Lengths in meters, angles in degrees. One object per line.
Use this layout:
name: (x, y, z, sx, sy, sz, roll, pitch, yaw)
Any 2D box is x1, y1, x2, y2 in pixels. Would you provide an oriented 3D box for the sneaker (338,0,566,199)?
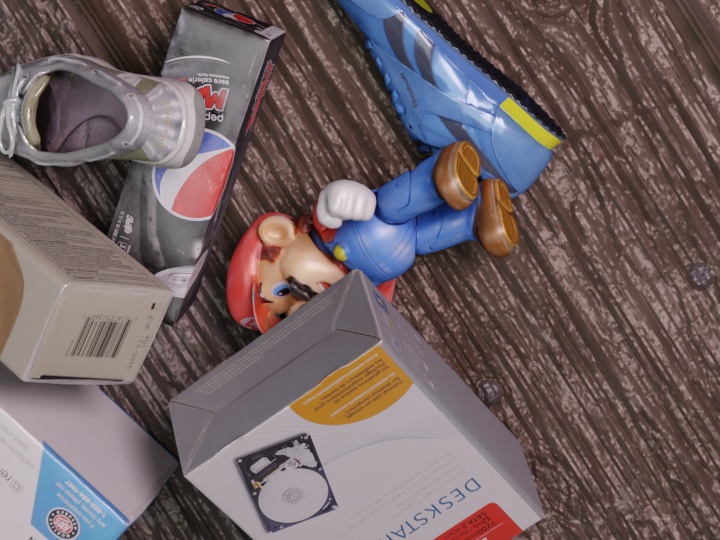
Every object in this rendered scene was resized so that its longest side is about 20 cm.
sneaker: (0.037, -0.123, 1.392, 0.200, 0.066, 0.078, 43, 106, -2)

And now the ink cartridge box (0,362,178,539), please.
ink cartridge box: (-0.250, 0.169, 1.442, 0.147, 0.146, 0.200, 42, 104, -2)

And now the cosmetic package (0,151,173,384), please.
cosmetic package: (-0.225, -0.009, 1.383, 0.200, 0.105, 0.071, 37, 109, 34)

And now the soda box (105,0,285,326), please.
soda box: (-0.113, -0.071, 1.417, 0.063, 0.071, 0.201, 20, 103, 3)

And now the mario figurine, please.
mario figurine: (0.000, 0.000, 1.384, 0.199, 0.106, 0.124, -24, 98, 27)

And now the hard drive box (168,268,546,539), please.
hard drive box: (-0.001, 0.120, 1.392, 0.155, 0.077, 0.200, -35, 127, 12)

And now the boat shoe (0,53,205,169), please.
boat shoe: (-0.184, -0.101, 1.382, 0.201, 0.064, 0.075, 13, 95, 43)
